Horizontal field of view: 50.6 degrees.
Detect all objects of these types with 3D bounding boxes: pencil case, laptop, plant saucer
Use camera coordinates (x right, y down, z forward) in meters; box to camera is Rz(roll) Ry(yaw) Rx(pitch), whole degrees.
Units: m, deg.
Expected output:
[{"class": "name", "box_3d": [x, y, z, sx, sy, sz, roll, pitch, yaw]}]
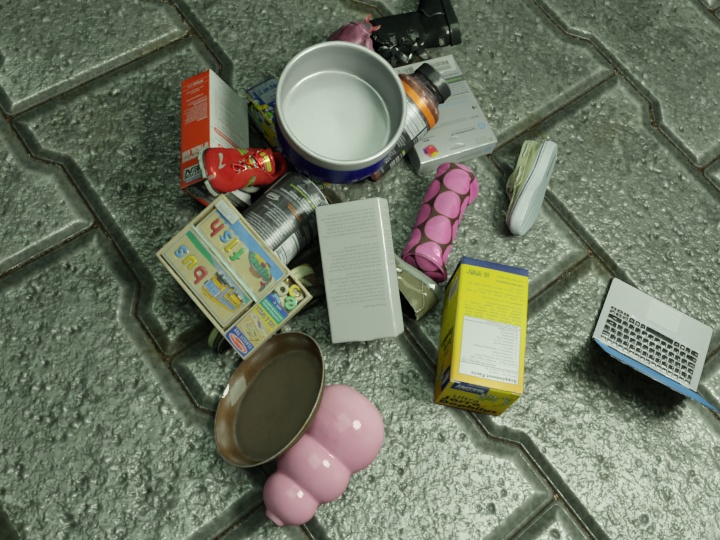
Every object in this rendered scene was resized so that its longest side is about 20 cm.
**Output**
[{"class": "pencil case", "box_3d": [0.132, -0.075, 1.240, 0.090, 0.094, 0.202, -1, 54, 42]}, {"class": "laptop", "box_3d": [0.471, 0.110, 1.187, 0.185, 0.116, 0.202, 28, 64, 4]}, {"class": "plant saucer", "box_3d": [-0.120, 0.179, 1.048, 0.032, 0.198, 0.202, 43, 56, -37]}]

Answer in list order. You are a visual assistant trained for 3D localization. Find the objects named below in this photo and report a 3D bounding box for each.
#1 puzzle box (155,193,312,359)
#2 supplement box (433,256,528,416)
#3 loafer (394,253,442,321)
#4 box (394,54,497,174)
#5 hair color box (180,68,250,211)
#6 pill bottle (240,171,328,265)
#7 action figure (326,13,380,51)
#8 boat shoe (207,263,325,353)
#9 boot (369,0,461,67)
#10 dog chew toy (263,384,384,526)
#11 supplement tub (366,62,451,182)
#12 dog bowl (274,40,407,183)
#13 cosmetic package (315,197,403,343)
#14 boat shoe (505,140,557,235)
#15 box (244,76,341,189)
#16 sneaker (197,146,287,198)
[{"class": "puzzle box", "box_3d": [-0.181, 0.008, 1.085, 0.133, 0.025, 0.200, -42, 84, -4]}, {"class": "supplement box", "box_3d": [0.182, 0.099, 1.150, 0.107, 0.110, 0.203, 12, 63, -3]}, {"class": "loafer", "box_3d": [0.032, 0.009, 1.188, 0.198, 0.076, 0.070, 31, 59, 6]}, {"class": "box", "box_3d": [0.134, -0.282, 1.363, 0.154, 0.041, 0.202, -18, 67, -16]}, {"class": "hair color box", "box_3d": [-0.232, -0.203, 1.222, 0.063, 0.111, 0.203, -17, 62, 21]}, {"class": "pill bottle", "box_3d": [-0.145, -0.052, 1.171, 0.106, 0.107, 0.200, 40, 65, 11]}, {"class": "action figure", "box_3d": [-0.039, -0.377, 1.319, 0.133, 0.149, 0.201, 29, 76, 24]}, {"class": "boat shoe", "box_3d": [-0.135, 0.064, 1.136, 0.199, 0.074, 0.065, -37, 70, -23]}, {"class": "boot", "box_3d": [0.092, -0.466, 1.427, 0.160, 0.074, 0.200, -13, 50, 2]}, {"class": "dog chew toy", "box_3d": [-0.057, 0.255, 1.035, 0.124, 0.125, 0.201, 36, 72, 9]}, {"class": "supplement tub", "box_3d": [0.058, -0.250, 1.266, 0.200, 0.107, 0.107, -44, 76, -2]}, {"class": "dog bowl", "box_3d": [-0.032, -0.238, 1.155, 0.196, 0.079, 0.204, 3, 73, -9]}, {"class": "cosmetic package", "box_3d": [0.000, 0.000, 1.131, 0.100, 0.071, 0.204, -7, 90, 13]}, {"class": "boat shoe", "box_3d": [0.284, -0.144, 1.315, 0.061, 0.072, 0.202, 13, 57, 25]}, {"class": "box", "box_3d": [-0.109, -0.223, 1.245, 0.064, 0.070, 0.201, -31, 63, -17]}, {"class": "sneaker", "box_3d": [-0.172, -0.159, 1.140, 0.084, 0.200, 0.078, -16, 94, 22]}]
